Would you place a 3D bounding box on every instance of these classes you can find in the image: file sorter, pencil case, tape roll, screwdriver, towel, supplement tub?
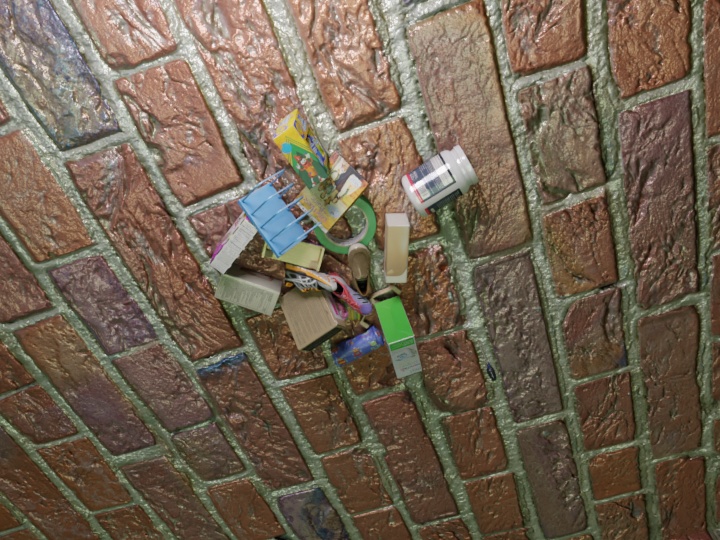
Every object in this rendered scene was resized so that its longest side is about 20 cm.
[{"bbox_3d":[-0.229,-0.171,1.524,0.122,0.139,0.201,-29,99,46],"label":"file sorter"},{"bbox_3d":[-0.012,0.269,1.856,0.198,0.087,0.079,-27,112,11],"label":"pencil case"},{"bbox_3d":[-0.049,-0.153,1.647,0.197,0.048,0.203,-1,119,-2],"label":"tape roll"},{"bbox_3d":[0.473,0.338,1.943,0.029,0.028,0.202,-2,127,32],"label":"screwdriver"},{"bbox_3d":[-0.100,0.136,1.821,0.197,0.018,0.087,-3,113,0],"label":"towel"},{"bbox_3d":[0.235,-0.265,1.546,0.198,0.141,0.141,-30,116,13],"label":"supplement tub"},{"bbox_3d":[-0.135,0.178,1.785,0.199,0.083,0.087,-38,108,14],"label":"pencil case"}]

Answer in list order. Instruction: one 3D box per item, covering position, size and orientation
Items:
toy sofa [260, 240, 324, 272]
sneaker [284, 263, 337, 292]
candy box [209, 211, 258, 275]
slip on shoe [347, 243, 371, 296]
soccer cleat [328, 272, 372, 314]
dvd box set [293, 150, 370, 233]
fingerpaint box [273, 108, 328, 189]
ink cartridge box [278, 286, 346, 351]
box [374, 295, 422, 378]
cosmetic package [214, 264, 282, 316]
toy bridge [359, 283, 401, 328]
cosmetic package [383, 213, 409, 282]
[{"bbox_3d":[-0.216,-0.065,1.675,0.197,0.098,0.084,15,99,-9],"label":"toy sofa"},{"bbox_3d":[-0.161,0.037,1.668,0.198,0.078,0.078,19,95,29],"label":"sneaker"},{"bbox_3d":[-0.380,-0.101,1.611,0.061,0.137,0.200,36,111,-20],"label":"candy box"},{"bbox_3d":[0.000,0.000,1.693,0.075,0.061,0.202,-8,136,-7],"label":"slip on shoe"},{"bbox_3d":[-0.041,0.088,1.750,0.067,0.077,0.200,-42,104,18],"label":"soccer cleat"},{"bbox_3d":[-0.087,-0.234,1.565,0.146,0.029,0.200,45,102,6],"label":"dvd box set"},{"bbox_3d":[-0.160,-0.343,1.454,0.073,0.201,0.168,-30,115,13],"label":"fingerpaint box"},{"bbox_3d":[-0.161,0.140,1.719,0.164,0.202,0.075,-33,155,15],"label":"ink cartridge box"},{"bbox_3d":[0.129,0.223,1.754,0.095,0.201,0.178,-17,129,-1],"label":"box"},{"bbox_3d":[-0.370,0.061,1.726,0.198,0.088,0.104,22,114,-12],"label":"cosmetic package"},{"bbox_3d":[0.059,0.113,1.807,0.067,0.027,0.200,34,112,-18],"label":"toy bridge"},{"bbox_3d":[0.114,-0.072,1.668,0.070,0.106,0.203,-1,117,-2],"label":"cosmetic package"}]
